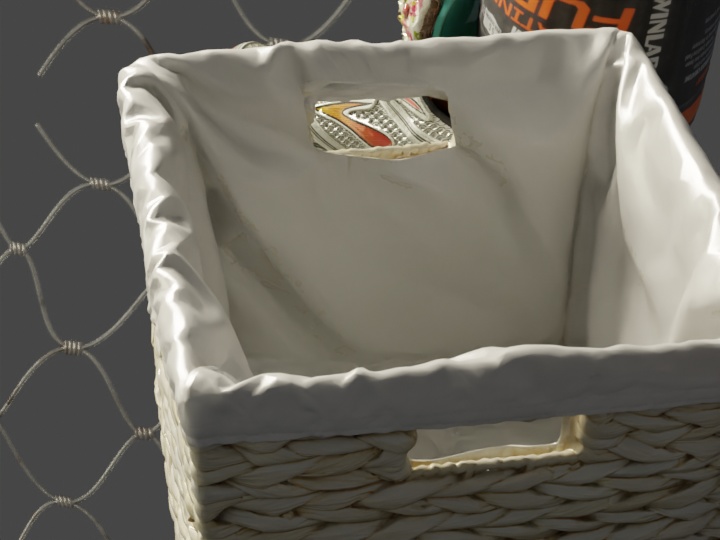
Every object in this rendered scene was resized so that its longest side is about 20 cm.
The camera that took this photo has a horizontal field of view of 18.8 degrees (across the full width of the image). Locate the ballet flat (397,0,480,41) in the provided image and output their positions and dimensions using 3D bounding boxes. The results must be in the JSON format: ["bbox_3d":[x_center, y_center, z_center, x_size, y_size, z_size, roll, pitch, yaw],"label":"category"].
[{"bbox_3d":[0.060,-0.151,1.040,0.200,0.064,0.076,-35,-33,-49],"label":"ballet flat"}]

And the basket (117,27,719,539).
[{"bbox_3d":[0.022,0.031,0.764,0.200,0.198,0.161,-106,15,-50],"label":"basket"}]

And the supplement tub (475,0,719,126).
[{"bbox_3d":[0.106,-0.119,0.950,0.107,0.107,0.200,-82,-2,-49],"label":"supplement tub"}]

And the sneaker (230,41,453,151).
[{"bbox_3d":[0.020,-0.066,0.950,0.078,0.200,0.082,-17,-57,-49],"label":"sneaker"}]
